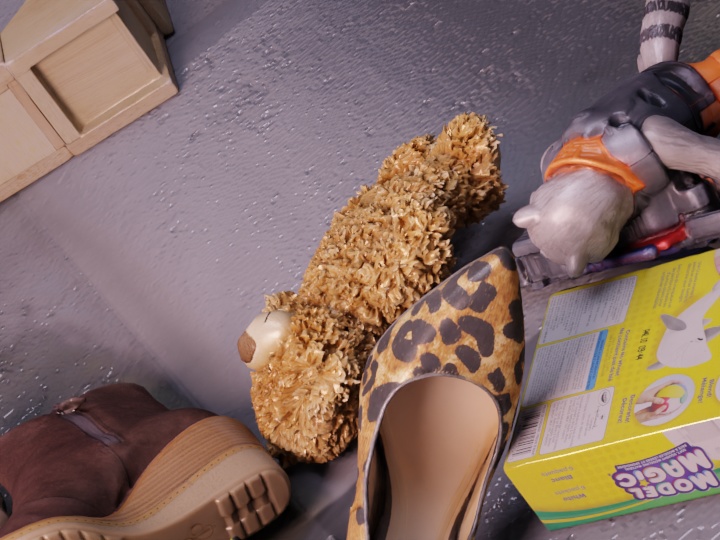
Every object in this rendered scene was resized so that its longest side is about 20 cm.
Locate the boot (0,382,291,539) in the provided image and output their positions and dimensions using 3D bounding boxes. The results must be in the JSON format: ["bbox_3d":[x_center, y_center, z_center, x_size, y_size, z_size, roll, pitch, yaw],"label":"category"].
[{"bbox_3d":[-0.146,0.120,1.405,0.200,0.072,0.166,-23,23,-26],"label":"boot"}]

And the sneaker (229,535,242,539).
[{"bbox_3d":[-0.056,0.204,1.251,0.081,0.074,0.200,-42,26,18],"label":"sneaker"}]

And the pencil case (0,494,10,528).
[{"bbox_3d":[-0.265,0.156,1.493,0.200,0.078,0.089,-41,36,-9],"label":"pencil case"}]

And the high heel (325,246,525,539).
[{"bbox_3d":[0.033,0.100,1.230,0.143,0.071,0.200,-104,35,-61],"label":"high heel"}]

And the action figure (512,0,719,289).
[{"bbox_3d":[0.120,-0.060,1.380,0.200,0.105,0.194,-19,22,40],"label":"action figure"}]

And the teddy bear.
[{"bbox_3d":[0.000,0.000,1.435,0.200,0.067,0.145,-52,22,-12],"label":"teddy bear"}]

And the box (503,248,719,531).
[{"bbox_3d":[0.167,0.038,1.264,0.200,0.048,0.117,-17,35,32],"label":"box"}]

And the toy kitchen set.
[{"bbox_3d":[-0.237,-0.171,1.822,0.180,0.163,0.200,-31,31,7],"label":"toy kitchen set"}]
